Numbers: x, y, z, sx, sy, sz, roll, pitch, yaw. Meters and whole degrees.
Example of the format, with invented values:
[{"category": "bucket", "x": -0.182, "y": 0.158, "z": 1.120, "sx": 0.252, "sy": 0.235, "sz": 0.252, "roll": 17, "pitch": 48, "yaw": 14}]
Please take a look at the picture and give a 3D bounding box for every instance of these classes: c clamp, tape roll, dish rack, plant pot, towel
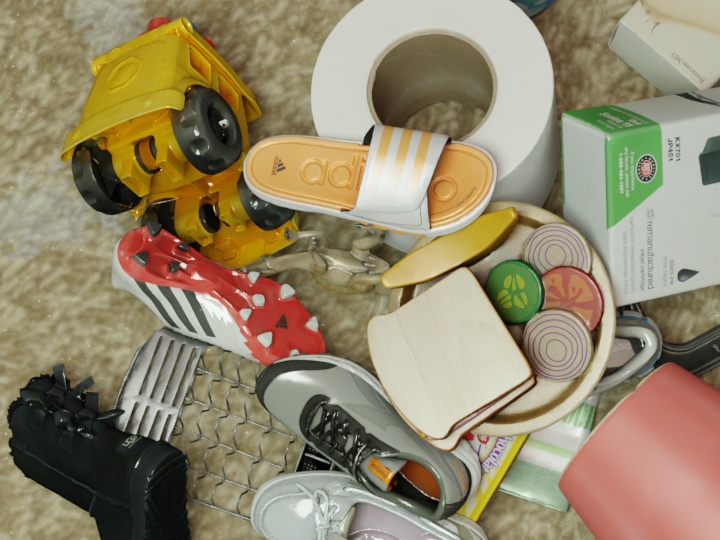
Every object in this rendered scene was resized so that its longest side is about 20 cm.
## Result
[{"category": "c clamp", "x": 0.302, "y": -0.006, "z": 1.434, "sx": 0.199, "sy": 0.027, "sz": 0.171, "roll": -32, "pitch": 90, "yaw": -13}, {"category": "tape roll", "x": 0.067, "y": -0.126, "z": 1.391, "sx": 0.201, "sy": 0.139, "sz": 0.204, "roll": -3, "pitch": 72, "yaw": 8}, {"category": "dish rack", "x": -0.114, "y": 0.134, "z": 1.402, "sx": 0.199, "sy": 0.055, "sz": 0.154, "roll": 19, "pitch": 79, "yaw": 4}, {"category": "plant pot", "x": 0.269, "y": 0.185, "z": 1.329, "sx": 0.200, "sy": 0.201, "sz": 0.177, "roll": -45, "pitch": 72, "yaw": -7}, {"category": "towel", "x": 0.135, "y": 0.089, "z": 1.424, "sx": 0.152, "sy": 0.023, "sz": 0.201, "roll": 18, "pitch": 80, "yaw": 3}]

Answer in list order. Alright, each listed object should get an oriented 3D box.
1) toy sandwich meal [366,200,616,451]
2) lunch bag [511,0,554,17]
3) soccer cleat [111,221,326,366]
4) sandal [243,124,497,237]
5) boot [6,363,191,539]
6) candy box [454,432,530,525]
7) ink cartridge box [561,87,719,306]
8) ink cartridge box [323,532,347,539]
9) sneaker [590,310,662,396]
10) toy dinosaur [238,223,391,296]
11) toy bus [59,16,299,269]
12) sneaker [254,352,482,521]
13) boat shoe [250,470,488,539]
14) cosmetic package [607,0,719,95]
[{"category": "toy sandwich meal", "x": 0.098, "y": 0.041, "z": 1.283, "sx": 0.204, "sy": 0.070, "sz": 0.206, "roll": -1, "pitch": 88, "yaw": 18}, {"category": "lunch bag", "x": 0.161, "y": -0.341, "z": 1.478, "sx": 0.200, "sy": 0.082, "sz": 0.161, "roll": -42, "pitch": 79, "yaw": -8}, {"category": "soccer cleat", "x": -0.120, "y": 0.032, "z": 1.381, "sx": 0.199, "sy": 0.085, "sz": 0.069, "roll": 29, "pitch": 57, "yaw": -8}, {"category": "sandal", "x": 0.001, "y": -0.075, "z": 1.277, "sx": 0.205, "sy": 0.059, "sz": 0.080, "roll": 5, "pitch": 74, "yaw": 14}, {"category": "boot", "x": -0.222, "y": 0.189, "z": 1.373, "sx": 0.162, "sy": 0.199, "sz": 0.073, "roll": 24, "pitch": 34, "yaw": 29}, {"category": "candy box", "x": 0.080, "y": 0.139, "z": 1.362, "sx": 0.102, "sy": 0.026, "sz": 0.201, "roll": 32, "pitch": 112, "yaw": 11}, {"category": "ink cartridge box", "x": 0.271, "y": -0.066, "z": 1.338, "sx": 0.199, "sy": 0.083, "sz": 0.147, "roll": -12, "pitch": 110, "yaw": -19}, {"category": "ink cartridge box", "x": -0.017, "y": 0.327, "z": 1.296, "sx": 0.146, "sy": 0.083, "sz": 0.200, "roll": 34, "pitch": 123, "yaw": 7}, {"category": "sneaker", "x": 0.157, "y": 0.084, "z": 1.367, "sx": 0.199, "sy": 0.087, "sz": 0.075, "roll": -24, "pitch": 87, "yaw": 4}, {"category": "toy dinosaur", "x": 0.000, "y": 0.000, "z": 1.391, "sx": 0.199, "sy": 0.101, "sz": 0.058, "roll": 17, "pitch": 60, "yaw": -1}, {"category": "toy bus", "x": -0.144, "y": -0.121, "z": 1.409, "sx": 0.135, "sy": 0.200, "sz": 0.193, "roll": -21, "pitch": 45, "yaw": 26}, {"category": "sneaker", "x": 0.003, "y": 0.133, "z": 1.322, "sx": 0.199, "sy": 0.079, "sz": 0.074, "roll": 29, "pitch": 115, "yaw": 7}, {"category": "boat shoe", "x": 0.010, "y": 0.214, "z": 1.329, "sx": 0.201, "sy": 0.065, "sz": 0.075, "roll": 17, "pitch": 95, "yaw": -3}, {"category": "cosmetic package", "x": 0.326, "y": -0.249, "z": 1.462, "sx": 0.103, "sy": 0.073, "sz": 0.200, "roll": 41, "pitch": 81, "yaw": 7}]
